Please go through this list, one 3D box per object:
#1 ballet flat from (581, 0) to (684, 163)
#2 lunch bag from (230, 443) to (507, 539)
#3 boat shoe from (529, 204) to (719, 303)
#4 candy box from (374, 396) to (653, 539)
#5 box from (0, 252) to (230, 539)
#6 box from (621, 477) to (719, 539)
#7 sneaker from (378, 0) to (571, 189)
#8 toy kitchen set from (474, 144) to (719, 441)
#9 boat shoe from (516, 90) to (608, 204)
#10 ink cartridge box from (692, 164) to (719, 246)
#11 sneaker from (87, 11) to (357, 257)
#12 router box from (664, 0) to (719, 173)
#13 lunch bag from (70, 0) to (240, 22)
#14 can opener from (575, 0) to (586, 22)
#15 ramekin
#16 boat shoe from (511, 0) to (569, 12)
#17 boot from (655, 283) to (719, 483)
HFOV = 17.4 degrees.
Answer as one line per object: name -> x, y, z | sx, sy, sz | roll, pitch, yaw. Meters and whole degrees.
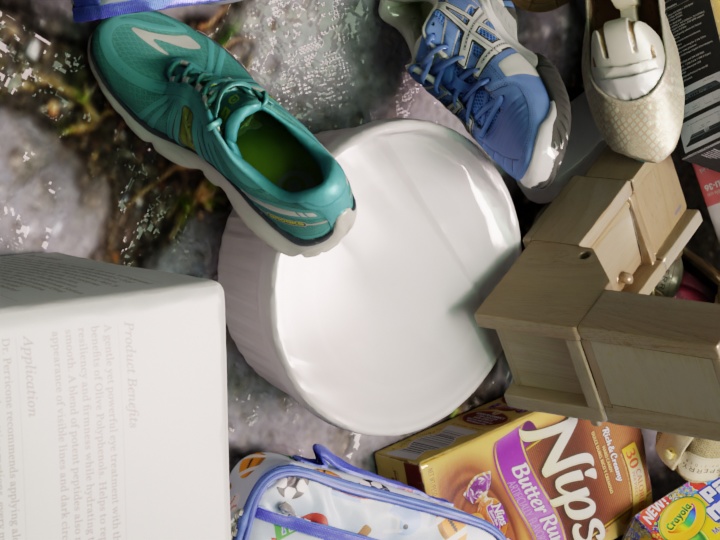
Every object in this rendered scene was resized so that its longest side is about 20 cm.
ballet flat -> 0.169, -0.168, 1.538 | 0.062, 0.067, 0.201 | 32, 49, -63
lunch bag -> -0.010, 0.201, 1.503 | 0.199, 0.076, 0.161 | 18, 92, -21
boat shoe -> 0.204, 0.001, 1.671 | 0.200, 0.066, 0.074 | 21, 84, -38
candy box -> 0.111, 0.149, 1.630 | 0.200, 0.056, 0.117 | -22, 109, -35
box -> -0.190, 0.100, 1.299 | 0.171, 0.200, 0.200 | -7, 101, -35
box -> 0.310, 0.234, 1.689 | 0.200, 0.193, 0.122 | -27, 150, -34
sneaker -> 0.072, -0.120, 1.493 | 0.077, 0.200, 0.076 | 2, 126, -26
toy kitchen set -> 0.213, 0.037, 1.519 | 0.200, 0.180, 0.163 | -50, 132, -35
boat shoe -> 0.188, -0.102, 1.641 | 0.200, 0.071, 0.064 | -44, 119, -26
ink cartridge box -> 0.325, -0.005, 1.710 | 0.116, 0.067, 0.201 | -13, 84, -49
sneaker -> -0.077, -0.094, 1.380 | 0.078, 0.200, 0.080 | -47, 166, -16
router box -> 0.279, -0.136, 1.619 | 0.200, 0.052, 0.158 | 13, 59, -48
lunch bag -> -0.102, -0.238, 1.363 | 0.200, 0.124, 0.171 | -19, 103, -44
can opener -> 0.159, -0.244, 1.609 | 0.067, 0.053, 0.200 | -44, 119, -25
ramekin -> 0.000, 0.000, 1.497 | 0.202, 0.094, 0.203 | -7, 101, -36
boat shoe -> 0.079, -0.257, 1.544 | 0.200, 0.072, 0.065 | 46, 30, -32
boot -> 0.256, 0.084, 1.593 | 0.073, 0.200, 0.156 | 18, 113, -6
